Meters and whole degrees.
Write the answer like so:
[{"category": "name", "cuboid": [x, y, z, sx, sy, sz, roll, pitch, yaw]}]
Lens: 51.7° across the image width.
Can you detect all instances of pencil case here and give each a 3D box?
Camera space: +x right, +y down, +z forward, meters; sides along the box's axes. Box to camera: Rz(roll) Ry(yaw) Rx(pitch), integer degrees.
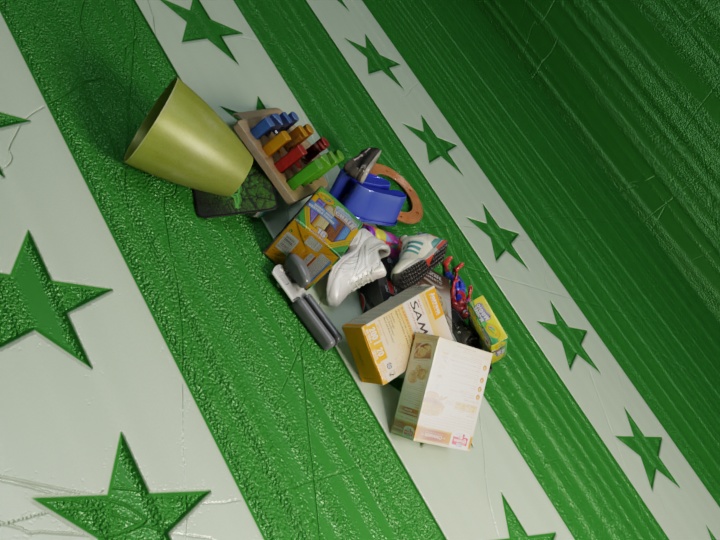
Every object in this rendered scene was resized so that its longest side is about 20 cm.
[{"category": "pencil case", "cuboid": [0.066, -0.048, 1.724, 0.200, 0.088, 0.088, 15, 45, -38]}]

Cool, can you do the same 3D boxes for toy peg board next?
[{"category": "toy peg board", "cuboid": [-0.136, -0.262, 1.571, 0.199, 0.098, 0.200, 55, 24, -3]}]

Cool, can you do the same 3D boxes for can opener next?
[{"category": "can opener", "cuboid": [-0.103, 0.063, 1.450, 0.200, 0.066, 0.053, 57, 35, 6]}]

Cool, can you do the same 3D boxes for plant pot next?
[{"category": "plant pot", "cuboid": [-0.313, -0.231, 1.414, 0.200, 0.187, 0.187, 32, 36, -25]}]

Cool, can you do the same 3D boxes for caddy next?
[{"category": "caddy", "cuboid": [0.011, -0.164, 1.769, 0.200, 0.105, 0.141, 6, 27, -44]}]

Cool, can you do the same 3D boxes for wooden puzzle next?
[{"category": "wooden puzzle", "cuboid": [-0.188, -0.298, 1.733, 0.200, 0.046, 0.185, 45, 28, 7]}]

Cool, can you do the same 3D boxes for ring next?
[{"category": "ring", "cuboid": [0.083, -0.200, 1.956, 0.200, 0.019, 0.200, 29, 38, -26]}]

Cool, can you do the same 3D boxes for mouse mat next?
[{"category": "mouse mat", "cuboid": [-0.262, -0.189, 1.507, 0.161, 0.008, 0.200, -9, 55, -13]}]

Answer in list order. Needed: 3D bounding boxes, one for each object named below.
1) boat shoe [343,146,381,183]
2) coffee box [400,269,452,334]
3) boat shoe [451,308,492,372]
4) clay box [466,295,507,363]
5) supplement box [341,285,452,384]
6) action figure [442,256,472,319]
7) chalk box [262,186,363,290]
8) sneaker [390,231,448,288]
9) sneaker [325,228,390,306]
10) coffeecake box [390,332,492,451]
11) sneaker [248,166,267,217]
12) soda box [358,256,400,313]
[{"category": "boat shoe", "cuboid": [0.005, -0.258, 1.741, 0.057, 0.067, 0.200, 30, 23, -2]}, {"category": "coffee box", "cuboid": [0.136, 0.084, 1.666, 0.114, 0.080, 0.200, 30, 37, -22]}, {"category": "boat shoe", "cuboid": [0.250, 0.166, 1.726, 0.069, 0.057, 0.200, 10, 48, -42]}, {"category": "clay box", "cuboid": [0.293, 0.135, 1.717, 0.115, 0.048, 0.200, 62, -2, 22]}, {"category": "supplement box", "cuboid": [0.076, 0.124, 1.471, 0.200, 0.074, 0.126, -28, 104, -34]}, {"category": "action figure", "cuboid": [0.245, 0.046, 1.848, 0.065, 0.052, 0.200, 32, 35, -29]}, {"category": "chalk box", "cuboid": [-0.088, -0.078, 1.550, 0.124, 0.125, 0.200, 42, 35, -7]}, {"category": "sneaker", "cuboid": [0.110, -0.029, 1.651, 0.093, 0.070, 0.200, 30, 41, 26]}, {"category": "sneaker", "cuboid": [0.000, 0.000, 1.547, 0.099, 0.078, 0.200, 23, 60, 15]}, {"category": "coffeecake box", "cuboid": [0.160, 0.237, 1.445, 0.153, 0.073, 0.200, 20, 81, -36]}, {"category": "sneaker", "cuboid": [-0.206, -0.186, 1.580, 0.080, 0.071, 0.200, 17, 43, -31]}, {"category": "soda box", "cuboid": [0.044, 0.060, 1.599, 0.063, 0.071, 0.200, 20, 43, -35]}]
